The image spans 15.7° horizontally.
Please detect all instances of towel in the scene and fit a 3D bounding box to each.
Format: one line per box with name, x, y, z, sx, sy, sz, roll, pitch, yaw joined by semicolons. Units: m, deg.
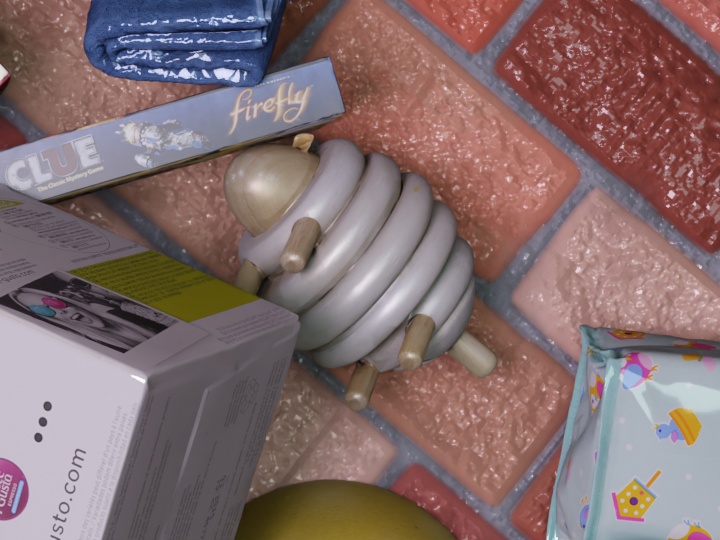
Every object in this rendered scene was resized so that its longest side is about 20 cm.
towel;-0.090;-0.189;1.469;0.111;0.049;0.201;1;49;7

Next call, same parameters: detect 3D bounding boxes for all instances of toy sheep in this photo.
toy sheep;0.000;0.000;1.502;0.200;0.138;0.138;44;85;-17

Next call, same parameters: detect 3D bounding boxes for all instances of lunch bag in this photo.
lunch bag;0.199;0.144;1.530;0.169;0.122;0.202;7;97;-9

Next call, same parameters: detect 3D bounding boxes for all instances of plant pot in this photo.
plant pot;-0.011;0.225;1.493;0.198;0.142;0.202;0;90;-7

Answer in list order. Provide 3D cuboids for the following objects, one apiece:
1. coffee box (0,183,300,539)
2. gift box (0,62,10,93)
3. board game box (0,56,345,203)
coffee box;-0.177;0.090;1.314;0.197;0.200;0.201;23;105;16
gift box;-0.323;-0.110;1.437;0.200;0.184;0.187;-43;96;-11
board game box;-0.114;-0.074;1.485;0.199;0.135;0.035;-16;92;-7
